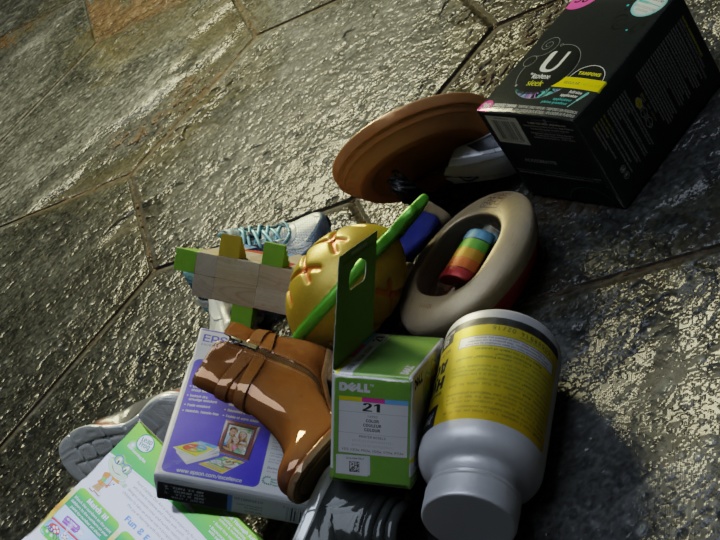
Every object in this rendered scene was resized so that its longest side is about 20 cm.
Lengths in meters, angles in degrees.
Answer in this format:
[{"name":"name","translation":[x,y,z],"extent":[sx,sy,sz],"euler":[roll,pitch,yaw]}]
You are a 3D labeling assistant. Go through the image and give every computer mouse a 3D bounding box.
[{"name":"computer mouse","translation":[0.133,-0.118,1.532],"extent":[0.200,0.110,0.044],"euler":[-25,69,7]}]

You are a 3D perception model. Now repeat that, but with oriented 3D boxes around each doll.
[{"name":"doll","translation":[0.030,0.012,1.488],"extent":[0.200,0.048,0.136],"euler":[-58,15,-25]}]

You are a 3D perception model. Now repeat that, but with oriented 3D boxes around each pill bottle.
[{"name":"pill bottle","translation":[0.111,0.140,1.187],"extent":[0.111,0.111,0.200],"euler":[-17,37,30]}]

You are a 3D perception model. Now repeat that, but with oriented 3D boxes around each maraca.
[{"name":"maraca","translation":[0.000,0.000,1.386],"extent":[0.200,0.107,0.137],"euler":[-48,1,-9]}]

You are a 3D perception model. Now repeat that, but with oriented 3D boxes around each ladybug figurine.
[{"name":"ladybug figurine","translation":[0.120,0.002,1.393],"extent":[0.136,0.072,0.200],"euler":[5,52,49]}]

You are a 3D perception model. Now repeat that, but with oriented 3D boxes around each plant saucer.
[{"name":"plant saucer","translation":[0.066,-0.132,1.544],"extent":[0.200,0.200,0.038],"euler":[-29,69,15]}]

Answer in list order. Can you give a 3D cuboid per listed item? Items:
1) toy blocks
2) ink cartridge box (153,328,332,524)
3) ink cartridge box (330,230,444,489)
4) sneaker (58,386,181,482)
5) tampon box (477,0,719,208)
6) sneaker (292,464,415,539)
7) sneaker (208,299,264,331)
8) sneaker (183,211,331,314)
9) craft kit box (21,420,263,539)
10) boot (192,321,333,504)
[{"name":"toy blocks","translation":[-0.094,0.011,1.540],"extent":[0.200,0.100,0.137],"euler":[12,8,15]},{"name":"ink cartridge box","translation":[-0.084,0.154,1.331],"extent":[0.198,0.043,0.200],"euler":[10,43,1]},{"name":"ink cartridge box","translation":[0.028,0.076,1.219],"extent":[0.076,0.201,0.148],"euler":[5,12,14]},{"name":"sneaker","translation":[-0.254,0.187,1.560],"extent":[0.200,0.077,0.082],"euler":[-22,8,23]},{"name":"tampon box","translation":[0.257,-0.188,1.448],"extent":[0.150,0.126,0.200],"euler":[14,58,51]},{"name":"sneaker","translation":[-0.014,0.274,1.182],"extent":[0.099,0.071,0.200],"euler":[12,70,25]},{"name":"sneaker","translation":[-0.159,0.081,1.573],"extent":[0.100,0.075,0.200],"euler":[-52,21,12]},{"name":"sneaker","translation":[-0.129,-0.020,1.662],"extent":[0.200,0.086,0.078],"euler":[-31,33,12]},{"name":"craft kit box","translation":[-0.212,0.281,1.295],"extent":[0.200,0.049,0.198],"euler":[40,79,21]},{"name":"boot","translation":[-0.086,0.124,1.268],"extent":[0.155,0.077,0.200],"euler":[22,39,5]}]
